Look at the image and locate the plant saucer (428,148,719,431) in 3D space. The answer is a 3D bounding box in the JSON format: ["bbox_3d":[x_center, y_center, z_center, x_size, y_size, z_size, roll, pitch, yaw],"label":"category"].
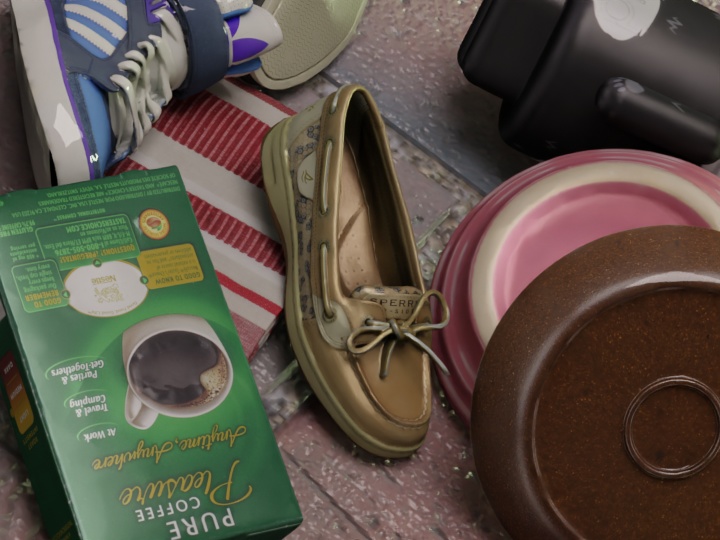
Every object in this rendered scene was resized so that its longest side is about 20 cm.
[{"bbox_3d":[0.135,0.018,1.593,0.200,0.051,0.201,-2,64,4],"label":"plant saucer"}]

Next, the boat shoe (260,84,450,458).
[{"bbox_3d":[0.000,0.000,1.573,0.073,0.063,0.200,-1,67,-44],"label":"boat shoe"}]

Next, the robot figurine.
[{"bbox_3d":[0.157,-0.101,1.715,0.200,0.125,0.150,26,48,-7],"label":"robot figurine"}]

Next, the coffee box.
[{"bbox_3d":[-0.118,0.052,1.479,0.123,0.044,0.200,-12,73,-32],"label":"coffee box"}]

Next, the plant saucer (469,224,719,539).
[{"bbox_3d":[0.157,0.077,1.523,0.200,0.200,0.034,15,10,-12],"label":"plant saucer"}]

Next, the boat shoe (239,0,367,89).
[{"bbox_3d":[-0.034,-0.175,1.743,0.068,0.072,0.200,1,43,29],"label":"boat shoe"}]

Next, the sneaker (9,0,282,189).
[{"bbox_3d":[-0.110,-0.113,1.602,0.146,0.081,0.200,-7,38,-9],"label":"sneaker"}]

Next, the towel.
[{"bbox_3d":[-0.088,-0.032,1.615,0.144,0.023,0.200,30,44,5],"label":"towel"}]
